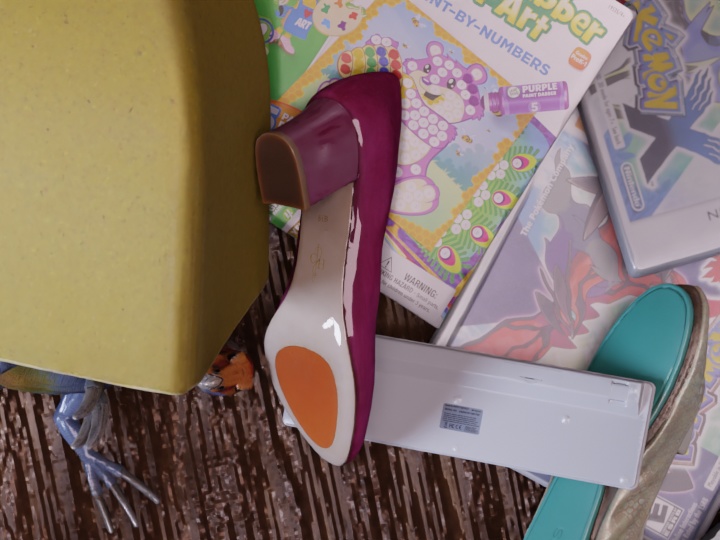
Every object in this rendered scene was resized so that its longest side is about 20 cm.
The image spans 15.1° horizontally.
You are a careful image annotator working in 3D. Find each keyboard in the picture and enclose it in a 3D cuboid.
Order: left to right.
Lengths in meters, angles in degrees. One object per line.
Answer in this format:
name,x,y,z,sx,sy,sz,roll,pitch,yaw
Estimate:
keyboard,0.055,0.070,1.426,0.199,0.011,0.057,9,90,21

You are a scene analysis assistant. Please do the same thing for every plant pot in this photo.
plant pot,-0.145,-0.079,1.318,0.195,0.194,0.201,10,108,7

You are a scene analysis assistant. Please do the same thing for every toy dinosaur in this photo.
toy dinosaur,-0.154,0.038,1.407,0.181,0.105,0.201,-18,84,-19

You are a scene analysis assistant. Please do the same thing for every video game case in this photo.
video game case,0.146,0.028,1.468,0.182,0.023,0.201,28,89,-5
video game case,0.202,-0.115,1.448,0.181,0.022,0.201,-15,80,-5

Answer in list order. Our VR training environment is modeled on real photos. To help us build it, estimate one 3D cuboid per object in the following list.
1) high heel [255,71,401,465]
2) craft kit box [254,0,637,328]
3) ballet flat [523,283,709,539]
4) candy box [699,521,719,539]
high heel,0.000,0.000,1.398,0.096,0.067,0.201,-32,130,-40
craft kit box,0.010,-0.105,1.419,0.199,0.049,0.198,31,98,-1
ballet flat,0.138,0.101,1.435,0.062,0.067,0.201,26,92,-45
candy box,0.209,0.210,1.433,0.200,0.061,0.136,-41,70,-5
